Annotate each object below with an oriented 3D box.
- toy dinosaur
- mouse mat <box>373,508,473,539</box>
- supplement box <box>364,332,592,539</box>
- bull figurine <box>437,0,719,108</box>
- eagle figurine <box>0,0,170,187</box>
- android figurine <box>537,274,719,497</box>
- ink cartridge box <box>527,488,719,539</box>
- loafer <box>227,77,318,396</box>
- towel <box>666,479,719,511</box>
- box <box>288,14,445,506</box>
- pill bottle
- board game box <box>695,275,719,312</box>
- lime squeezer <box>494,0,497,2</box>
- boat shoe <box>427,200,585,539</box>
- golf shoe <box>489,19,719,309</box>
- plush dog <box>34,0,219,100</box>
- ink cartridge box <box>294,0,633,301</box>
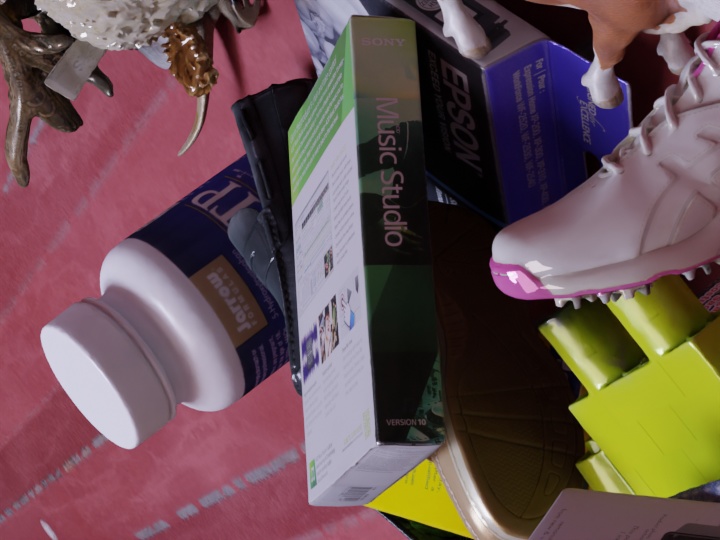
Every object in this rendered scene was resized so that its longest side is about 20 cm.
[{"bbox_3d":[-0.100,-0.157,1.160,0.101,0.058,0.200,41,150,60],"label":"toy dinosaur"},{"bbox_3d":[0.071,0.152,1.152,0.161,0.008,0.200,37,-168,28],"label":"mouse mat"},{"bbox_3d":[0.091,0.089,1.011,0.200,0.109,0.110,6,85,59],"label":"supplement box"},{"bbox_3d":[0.091,-0.130,0.801,0.200,0.065,0.121,30,151,25],"label":"bull figurine"},{"bbox_3d":[-0.176,-0.177,1.096,0.151,0.200,0.152,33,130,-21],"label":"eagle figurine"},{"bbox_3d":[0.155,0.086,0.791,0.200,0.041,0.182,54,156,1],"label":"android figurine"},{"bbox_3d":[0.158,0.149,0.697,0.200,0.068,0.116,1,127,43],"label":"ink cartridge box"},{"bbox_3d":[-0.038,-0.016,1.081,0.068,0.070,0.201,67,-165,-61],"label":"loafer"},{"bbox_3d":[0.188,0.127,0.724,0.147,0.024,0.200,47,144,-7],"label":"towel"},{"bbox_3d":[0.000,0.000,0.906,0.144,0.036,0.200,129,138,-68],"label":"box"},{"bbox_3d":[-0.087,0.014,1.167,0.120,0.200,0.120,40,153,25],"label":"pill bottle"},{"bbox_3d":[0.243,0.080,0.792,0.200,0.097,0.160,15,136,55],"label":"board game box"},{"bbox_3d":[0.047,-0.179,0.864,0.071,0.038,0.200,44,154,18],"label":"lime squeezer"},{"bbox_3d":[0.052,0.059,0.920,0.200,0.074,0.069,-102,32,-41],"label":"boat shoe"},{"bbox_3d":[0.134,-0.053,0.716,0.075,0.200,0.092,-110,-3,-76],"label":"golf shoe"},{"bbox_3d":[-0.125,-0.178,0.905,0.172,0.200,0.161,52,-162,-66],"label":"plush dog"},{"bbox_3d":[0.053,-0.071,0.963,0.200,0.043,0.198,37,160,30],"label":"ink cartridge box"}]
